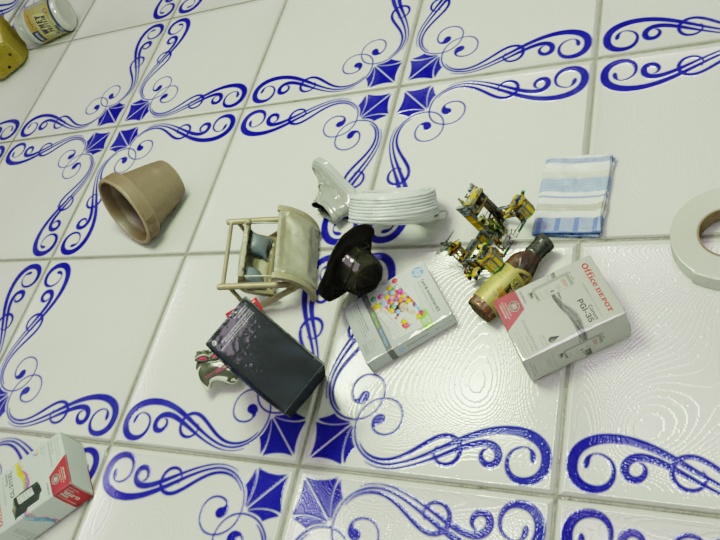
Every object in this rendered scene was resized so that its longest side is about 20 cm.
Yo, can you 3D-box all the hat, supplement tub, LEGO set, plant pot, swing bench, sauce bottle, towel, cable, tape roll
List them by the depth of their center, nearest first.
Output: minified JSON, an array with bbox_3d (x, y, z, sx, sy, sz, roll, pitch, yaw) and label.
[{"bbox_3d":[0.657,-0.058,1.311,0.200,0.037,0.205,-13,53,18],"label":"tape roll"},{"bbox_3d":[0.296,0.010,1.429,0.200,0.066,0.066,-46,50,-6],"label":"sauce bottle"},{"bbox_3d":[0.240,-0.093,1.467,0.201,0.116,0.153,-54,18,-9],"label":"LEGO set"},{"bbox_3d":[0.434,-0.155,1.503,0.145,0.024,0.202,2,59,29],"label":"towel"},{"bbox_3d":[0.000,0.000,1.518,0.080,0.201,0.202,29,73,21],"label":"hat"},{"bbox_3d":[0.070,-0.139,1.581,0.198,0.199,0.070,3,102,32],"label":"cable"},{"bbox_3d":[-0.201,-0.027,1.672,0.197,0.130,0.201,-14,52,18],"label":"swing bench"},{"bbox_3d":[-0.566,-0.201,1.961,0.199,0.202,0.174,23,52,37],"label":"plant pot"},{"bbox_3d":[-1.215,-0.964,2.840,0.197,0.145,0.146,-18,51,15],"label":"supplement tub"},{"bbox_3d":[-1.408,-0.856,2.841,0.194,0.196,0.200,-40,56,-4],"label":"plant pot"}]

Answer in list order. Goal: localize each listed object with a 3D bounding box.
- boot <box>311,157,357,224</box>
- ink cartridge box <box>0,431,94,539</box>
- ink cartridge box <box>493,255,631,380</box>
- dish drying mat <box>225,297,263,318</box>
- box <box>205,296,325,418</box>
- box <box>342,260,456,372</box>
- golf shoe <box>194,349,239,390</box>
[{"bbox_3d":[-0.084,-0.191,1.760,0.095,0.074,0.200,-37,50,-10],"label":"boot"},{"bbox_3d":[-0.697,0.477,1.605,0.199,0.083,0.146,-36,50,0],"label":"ink cartridge box"},{"bbox_3d":[0.363,0.084,1.332,0.198,0.083,0.148,-27,49,8],"label":"ink cartridge box"},{"bbox_3d":[-0.207,0.162,1.542,0.076,0.018,0.202,-27,82,-4],"label":"dish drying mat"},{"bbox_3d":[-0.177,0.175,1.424,0.198,0.200,0.124,38,78,8],"label":"box"},{"bbox_3d":[0.077,0.092,1.504,0.198,0.041,0.157,-30,49,4],"label":"box"},{"bbox_3d":[-0.259,0.198,1.595,0.197,0.077,0.089,-14,83,8],"label":"golf shoe"}]
